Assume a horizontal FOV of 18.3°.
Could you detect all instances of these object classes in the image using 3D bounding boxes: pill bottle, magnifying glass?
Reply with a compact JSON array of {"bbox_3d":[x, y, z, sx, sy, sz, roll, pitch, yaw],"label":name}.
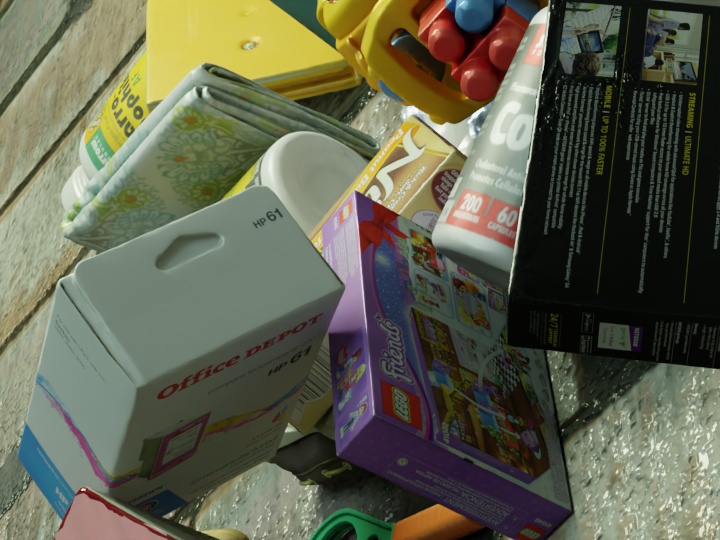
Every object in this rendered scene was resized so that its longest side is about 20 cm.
[{"bbox_3d":[-0.073,-0.001,1.623,0.200,0.111,0.112,-45,29,37],"label":"pill bottle"},{"bbox_3d":[0.015,0.172,1.378,0.200,0.022,0.080,-34,36,51],"label":"magnifying glass"},{"bbox_3d":[0.131,-0.082,1.284,0.201,0.113,0.114,-65,24,-4],"label":"pill bottle"},{"bbox_3d":[-0.175,-0.116,1.950,0.200,0.112,0.113,-49,27,29],"label":"pill bottle"}]

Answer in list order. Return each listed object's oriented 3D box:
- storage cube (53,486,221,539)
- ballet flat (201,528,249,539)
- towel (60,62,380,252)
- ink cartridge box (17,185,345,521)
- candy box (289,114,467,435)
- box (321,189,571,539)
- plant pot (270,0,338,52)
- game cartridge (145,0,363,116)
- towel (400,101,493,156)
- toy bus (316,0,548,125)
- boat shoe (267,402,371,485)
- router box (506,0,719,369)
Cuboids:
[{"bbox_3d":[-0.091,0.250,1.251,0.170,0.200,0.181,23,85,36],"label":"storage cube"},{"bbox_3d":[-0.137,0.227,1.600,0.063,0.069,0.200,-44,13,-36],"label":"ballet flat"},{"bbox_3d":[-0.103,-0.061,1.672,0.200,0.171,0.048,-44,36,36],"label":"towel"},{"bbox_3d":[-0.107,0.059,1.286,0.085,0.144,0.200,51,149,21],"label":"ink cartridge box"},{"bbox_3d":[0.000,0.000,1.441,0.200,0.055,0.115,-49,20,3],"label":"candy box"},{"bbox_3d":[0.046,0.053,1.289,0.039,0.136,0.201,-48,27,29],"label":"box"},{"bbox_3d":[0.019,-0.291,1.709,0.200,0.141,0.142,-41,31,28],"label":"plant pot"},{"bbox_3d":[-0.089,-0.200,1.835,0.175,0.033,0.201,-12,37,5],"label":"game cartridge"},{"bbox_3d":[0.096,-0.139,1.529,0.200,0.024,0.147,-50,27,27],"label":"towel"},{"bbox_3d":[0.061,-0.161,1.410,0.200,0.135,0.193,-44,22,33],"label":"toy bus"},{"bbox_3d":[-0.002,0.099,1.437,0.200,0.059,0.072,-21,31,55],"label":"boat shoe"},{"bbox_3d":[0.159,-0.048,1.153,0.051,0.148,0.201,85,-167,-56],"label":"router box"}]
